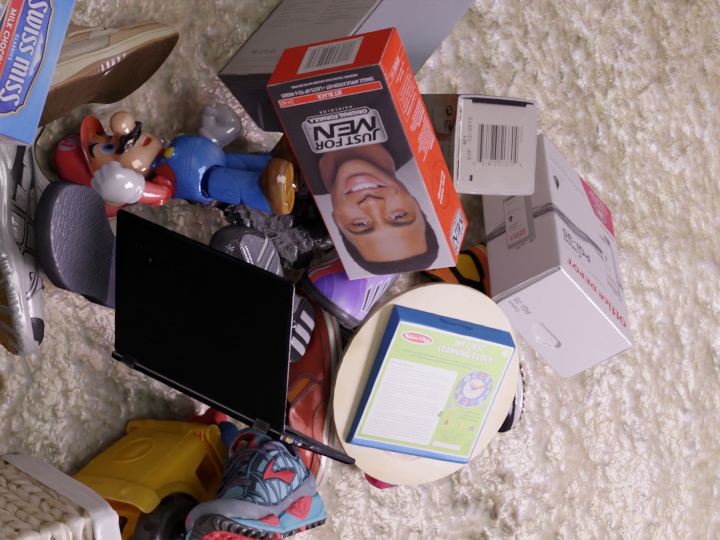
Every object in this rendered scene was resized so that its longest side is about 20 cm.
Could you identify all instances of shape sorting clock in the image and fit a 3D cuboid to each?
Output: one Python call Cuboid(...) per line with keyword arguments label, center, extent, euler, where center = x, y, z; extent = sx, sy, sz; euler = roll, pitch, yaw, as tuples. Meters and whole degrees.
Cuboid(label="shape sorting clock", center=(0.061, 0.106, 1.361), extent=(0.200, 0.039, 0.200), euler=(-11, 115, -24))

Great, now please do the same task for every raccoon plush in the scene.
Cuboid(label="raccoon plush", center=(-0.089, -0.075, 1.320), extent=(0.200, 0.134, 0.097), euler=(34, 89, -4))

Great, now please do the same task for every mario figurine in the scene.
Cuboid(label="mario figurine", center=(-0.152, -0.097, 1.187), extent=(0.200, 0.123, 0.106), euler=(2, 83, 4))

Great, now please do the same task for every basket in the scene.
Cuboid(label="basket", center=(-0.271, 0.235, 1.120), extent=(0.123, 0.200, 0.136), euler=(-13, 103, -30))

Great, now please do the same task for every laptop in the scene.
Cuboid(label="laptop", center=(-0.100, 0.058, 1.194), extent=(0.200, 0.187, 0.116), euler=(31, 83, -58))

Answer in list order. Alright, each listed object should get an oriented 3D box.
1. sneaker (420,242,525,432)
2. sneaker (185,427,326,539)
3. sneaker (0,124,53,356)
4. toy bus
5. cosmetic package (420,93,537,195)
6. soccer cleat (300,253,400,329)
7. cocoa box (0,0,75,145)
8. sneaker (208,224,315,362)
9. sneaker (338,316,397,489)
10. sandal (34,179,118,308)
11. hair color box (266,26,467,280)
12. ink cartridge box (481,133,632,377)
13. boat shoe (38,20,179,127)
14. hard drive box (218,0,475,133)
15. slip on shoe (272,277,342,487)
Cuboid(label="sneaker", center=(0.107, 0.076, 1.491), extent=(0.090, 0.070, 0.200), euler=(-14, 104, -22))
Cuboid(label="sneaker", center=(-0.096, 0.178, 1.193), extent=(0.200, 0.079, 0.096), euler=(12, 62, -73))
Cuboid(label="sneaker", center=(-0.268, -0.032, 1.164), extent=(0.088, 0.076, 0.200), euler=(-21, 111, -39))
Cuboid(label="toy bus", center=(-0.150, 0.219, 1.269), extent=(0.192, 0.136, 0.200), euler=(-48, 125, -43))
Cuboid(label="cosmetic package", center=(0.056, -0.117, 1.333), extent=(0.103, 0.200, 0.087), euler=(-2, 96, -40))
Cuboid(label="soccer cleat", center=(0.000, 0.000, 1.320), extent=(0.068, 0.200, 0.073), euler=(43, 103, 3))
Cuboid(label="cocoa box", center=(-0.311, -0.171, 1.031), extent=(0.131, 0.200, 0.133), euler=(20, 83, -39))
Cuboid(label="sneaker", center=(-0.121, 0.017, 1.253), extent=(0.075, 0.115, 0.200), euler=(-67, 155, -21))
Cuboid(label="sneaker", center=(0.013, 0.123, 1.406), extent=(0.075, 0.081, 0.200), euler=(-33, 113, -19))
Cuboid(label="sandal", center=(-0.227, -0.014, 1.163), extent=(0.200, 0.043, 0.076), euler=(76, 32, -70))
Cuboid(label="hair color box", center=(0.009, -0.091, 1.192), extent=(0.061, 0.101, 0.200), euler=(-71, 145, -48))
Cuboid(label="ink cartridge box", center=(0.196, -0.015, 1.468), extent=(0.147, 0.083, 0.200), euler=(44, 31, -34))
Cuboid(label="boat shoe", center=(-0.226, -0.172, 1.179), extent=(0.065, 0.072, 0.200), euler=(45, 41, 9))
Cuboid(label="hard drive box", center=(-0.005, -0.217, 1.299), extent=(0.200, 0.156, 0.077), euler=(-52, 124, -20))
Cuboid(label="slip on shoe", center=(-0.057, 0.104, 1.356), extent=(0.061, 0.074, 0.200), euler=(3, 94, -24))
